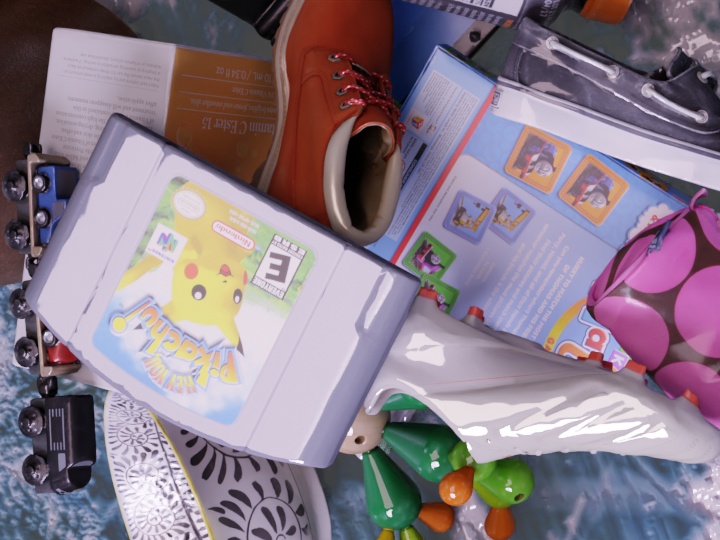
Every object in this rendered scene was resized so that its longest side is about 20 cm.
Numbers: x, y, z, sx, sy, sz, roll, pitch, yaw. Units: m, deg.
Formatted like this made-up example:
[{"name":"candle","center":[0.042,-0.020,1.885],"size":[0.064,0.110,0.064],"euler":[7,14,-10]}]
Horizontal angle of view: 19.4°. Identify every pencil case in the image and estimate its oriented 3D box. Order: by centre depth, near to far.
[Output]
[{"name":"pencil case","center":[0.220,0.055,1.164],"size":[0.094,0.091,0.200],"euler":[-43,90,-3]}]

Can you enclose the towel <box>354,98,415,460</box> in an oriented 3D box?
[{"name":"towel","center":[0.000,0.000,1.297],"size":[0.149,0.031,0.201],"euler":[33,106,7]}]

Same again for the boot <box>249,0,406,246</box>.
[{"name":"boot","center":[-0.004,-0.094,1.205],"size":[0.107,0.075,0.202],"euler":[-21,56,58]}]

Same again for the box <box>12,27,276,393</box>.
[{"name":"box","center":[-0.122,-0.035,1.261],"size":[0.097,0.124,0.202],"euler":[12,97,33]}]

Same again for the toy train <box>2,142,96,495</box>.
[{"name":"toy train","center":[-0.174,0.027,1.202],"size":[0.045,0.034,0.202],"euler":[-6,87,30]}]

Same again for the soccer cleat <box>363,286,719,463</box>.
[{"name":"soccer cleat","center":[0.097,0.075,1.138],"size":[0.198,0.069,0.078],"euler":[20,82,13]}]

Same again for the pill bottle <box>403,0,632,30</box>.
[{"name":"pill bottle","center":[0.063,-0.198,1.198],"size":[0.198,0.106,0.107],"euler":[14,99,-6]}]

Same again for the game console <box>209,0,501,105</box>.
[{"name":"game console","center":[-0.002,-0.202,1.265],"size":[0.200,0.175,0.117],"euler":[-47,45,18]}]

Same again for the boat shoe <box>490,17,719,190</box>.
[{"name":"boat shoe","center":[0.175,-0.090,1.179],"size":[0.198,0.072,0.068],"euler":[18,98,-1]}]

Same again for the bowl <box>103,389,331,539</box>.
[{"name":"bowl","center":[-0.078,0.150,1.301],"size":[0.094,0.201,0.202],"euler":[-20,80,-20]}]

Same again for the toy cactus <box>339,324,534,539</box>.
[{"name":"toy cactus","center":[0.023,0.108,1.245],"size":[0.164,0.102,0.201],"euler":[23,137,20]}]

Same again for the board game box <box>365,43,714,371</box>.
[{"name":"board game box","center":[0.093,-0.016,1.242],"size":[0.199,0.037,0.152],"euler":[33,104,8]}]

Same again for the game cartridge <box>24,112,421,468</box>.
[{"name":"game cartridge","center":[-0.081,0.017,1.143],"size":[0.199,0.040,0.134],"euler":[28,99,15]}]

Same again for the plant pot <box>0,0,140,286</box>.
[{"name":"plant pot","center":[-0.238,-0.063,1.304],"size":[0.185,0.200,0.189],"euler":[8,112,19]}]
